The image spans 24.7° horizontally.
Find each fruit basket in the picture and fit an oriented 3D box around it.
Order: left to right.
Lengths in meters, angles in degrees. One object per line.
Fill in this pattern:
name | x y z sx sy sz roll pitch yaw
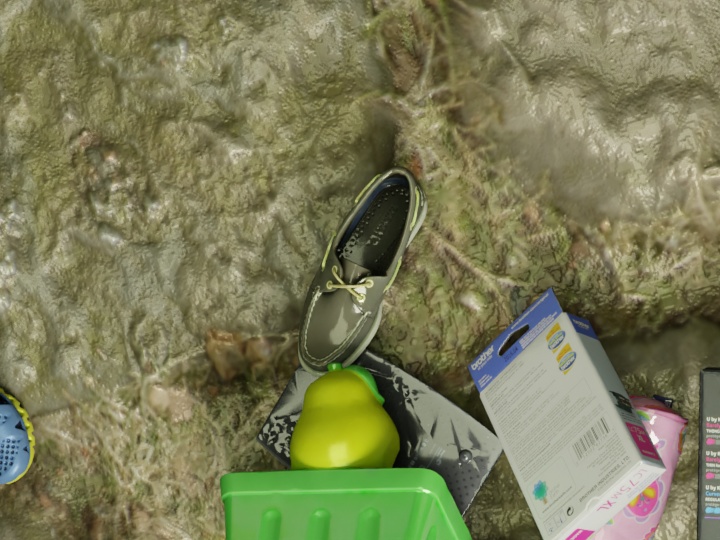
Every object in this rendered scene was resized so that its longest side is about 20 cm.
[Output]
fruit basket | -0.013 0.193 1.421 0.215 0.156 0.216 -11 48 13

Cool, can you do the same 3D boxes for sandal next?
sandal | -0.384 0.117 1.567 0.079 0.087 0.200 -35 82 8

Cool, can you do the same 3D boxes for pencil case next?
pencil case | 0.218 0.201 1.419 0.087 0.087 0.200 17 91 14

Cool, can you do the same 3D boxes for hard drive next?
hard drive | 0.020 0.155 1.488 0.200 0.042 0.135 32 94 14

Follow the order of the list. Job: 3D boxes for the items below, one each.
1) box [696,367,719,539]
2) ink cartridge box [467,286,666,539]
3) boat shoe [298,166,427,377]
box | 0.334 0.182 1.369 0.106 0.122 0.200 1 88 14
ink cartridge box | 0.172 0.124 1.406 0.119 0.042 0.200 -48 47 27
boat shoe | -0.003 -0.001 1.470 0.072 0.060 0.202 24 79 13
